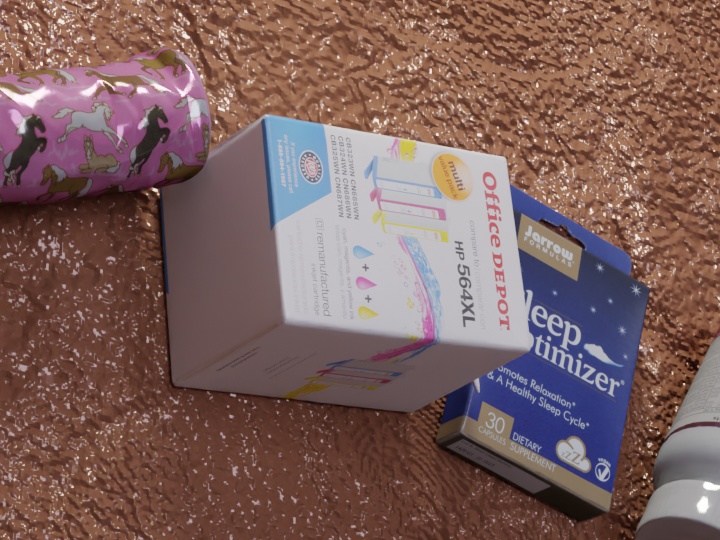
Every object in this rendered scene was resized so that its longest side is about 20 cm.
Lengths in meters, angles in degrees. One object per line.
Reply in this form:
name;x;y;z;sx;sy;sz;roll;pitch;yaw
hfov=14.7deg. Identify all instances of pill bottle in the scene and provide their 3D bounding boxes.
pill bottle;0.253;0.115;1.793;0.110;0.109;0.200;42;52;-15

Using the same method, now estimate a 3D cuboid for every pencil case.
pencil case;-0.180;-0.080;1.572;0.199;0.083;0.087;-6;86;-38

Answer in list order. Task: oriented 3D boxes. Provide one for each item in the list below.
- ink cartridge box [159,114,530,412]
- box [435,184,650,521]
ink cartridge box;0.000;0.000;1.643;0.199;0.125;0.129;7;67;-34
box;0.121;0.045;1.777;0.121;0.032;0.201;29;56;-24
